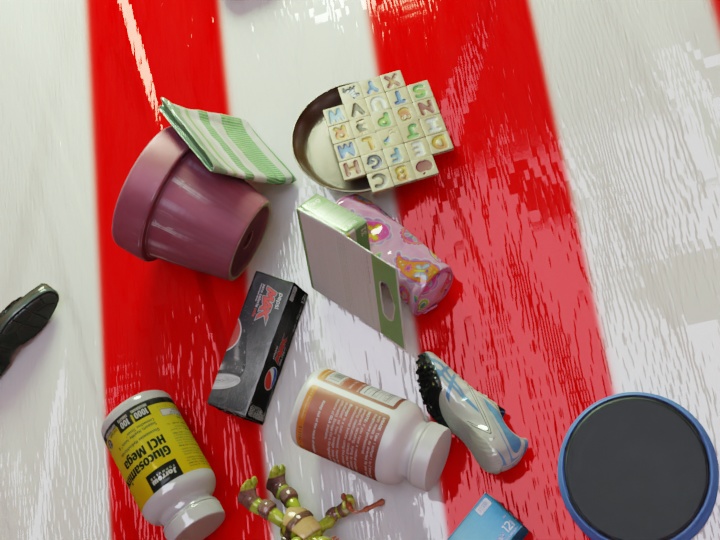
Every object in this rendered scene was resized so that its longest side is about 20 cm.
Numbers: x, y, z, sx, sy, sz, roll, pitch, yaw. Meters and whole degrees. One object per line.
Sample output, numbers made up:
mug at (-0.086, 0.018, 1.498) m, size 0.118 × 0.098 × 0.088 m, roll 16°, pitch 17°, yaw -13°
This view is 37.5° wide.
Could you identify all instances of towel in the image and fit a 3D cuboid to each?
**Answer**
towel at (-0.191, -0.185, 1.545) m, size 0.023 × 0.199 × 0.153 m, roll -49°, pitch 65°, yaw 19°

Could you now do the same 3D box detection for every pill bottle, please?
pill bottle at (-0.270, 0.276, 1.467) m, size 0.112 × 0.112 × 0.201 m, roll -38°, pitch 66°, yaw 3°
pill bottle at (0.015, 0.213, 1.394) m, size 0.197 × 0.112 × 0.114 m, roll 20°, pitch 79°, yaw 23°

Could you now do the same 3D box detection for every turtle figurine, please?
turtle figurine at (-0.078, 0.329, 1.404) m, size 0.198 × 0.065 × 0.161 m, roll -29°, pitch 49°, yaw -30°

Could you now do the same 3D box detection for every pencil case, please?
pencil case at (0.037, -0.024, 1.482) m, size 0.199 × 0.087 × 0.088 m, roll 39°, pitch 87°, yaw 25°

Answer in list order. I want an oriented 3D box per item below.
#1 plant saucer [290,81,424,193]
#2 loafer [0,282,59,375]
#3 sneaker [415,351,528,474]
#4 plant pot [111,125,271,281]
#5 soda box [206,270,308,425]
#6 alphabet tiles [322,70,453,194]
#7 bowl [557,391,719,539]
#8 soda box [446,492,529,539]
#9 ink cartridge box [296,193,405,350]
plant saucer at (-0.003, -0.190, 1.550) m, size 0.196 × 0.032 × 0.204 m, roll -4°, pitch 59°, yaw 6°
loafer at (-0.553, 0.092, 1.646) m, size 0.063 × 0.072 × 0.201 m, roll 40°, pitch 90°, yaw 31°
sneaker at (0.142, 0.182, 1.395) m, size 0.072 × 0.073 × 0.200 m, roll -19°, pitch 52°, yaw -31°
plant pot at (-0.234, -0.083, 1.539) m, size 0.177 × 0.200 × 0.203 m, roll 27°, pitch 82°, yaw 8°
soda box at (-0.145, 0.109, 1.507) m, size 0.070 × 0.063 × 0.203 m, roll 15°, pitch 78°, yaw 21°
alphabet tiles at (0.038, -0.203, 1.532) m, size 0.163 × 0.006 × 0.203 m, roll -16°, pitch 59°, yaw -3°
bowl at (0.342, 0.250, 1.315) m, size 0.197 × 0.039 × 0.205 m, roll -6°, pitch 71°, yaw 17°
soda box at (0.122, 0.380, 1.329) m, size 0.064 × 0.068 × 0.201 m, roll 40°, pitch 88°, yaw 25°
ink cartridge box at (0.000, 0.000, 1.428) m, size 0.048 × 0.147 × 0.198 m, roll -36°, pitch 47°, yaw -29°
